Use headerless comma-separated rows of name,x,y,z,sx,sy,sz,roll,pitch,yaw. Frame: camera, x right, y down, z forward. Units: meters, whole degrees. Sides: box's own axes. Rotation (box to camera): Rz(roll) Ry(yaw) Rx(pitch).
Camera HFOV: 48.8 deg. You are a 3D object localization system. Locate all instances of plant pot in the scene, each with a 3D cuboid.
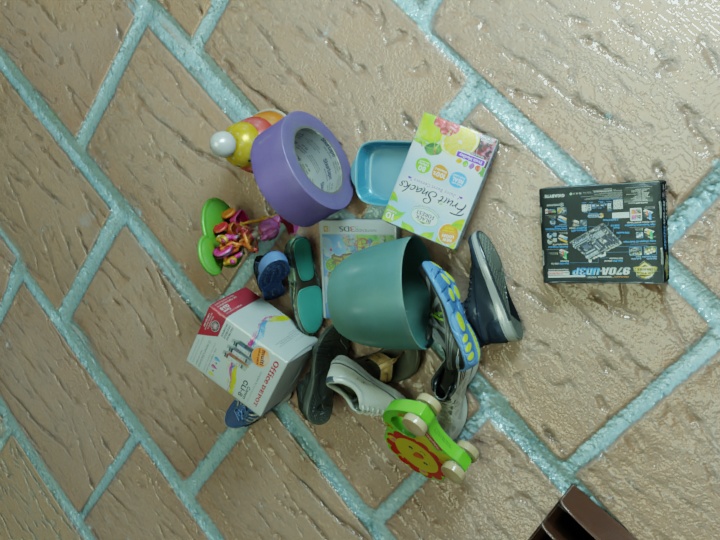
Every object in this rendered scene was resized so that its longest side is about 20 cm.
plant pot,0.035,0.046,1.425,0.159,0.200,0.204,-6,95,22

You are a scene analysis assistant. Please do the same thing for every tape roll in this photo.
tape roll,-0.107,-0.190,1.492,0.084,0.199,0.202,-26,84,33

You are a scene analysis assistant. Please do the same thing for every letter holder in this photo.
letter holder,0.386,0.483,1.321,0.200,0.142,0.101,40,116,21

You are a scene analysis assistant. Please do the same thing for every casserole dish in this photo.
casserole dish,0.074,-0.179,1.475,0.198,0.039,0.123,7,102,32

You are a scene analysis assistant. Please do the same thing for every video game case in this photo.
video game case,0.000,0.000,1.560,0.180,0.022,0.203,2,99,32

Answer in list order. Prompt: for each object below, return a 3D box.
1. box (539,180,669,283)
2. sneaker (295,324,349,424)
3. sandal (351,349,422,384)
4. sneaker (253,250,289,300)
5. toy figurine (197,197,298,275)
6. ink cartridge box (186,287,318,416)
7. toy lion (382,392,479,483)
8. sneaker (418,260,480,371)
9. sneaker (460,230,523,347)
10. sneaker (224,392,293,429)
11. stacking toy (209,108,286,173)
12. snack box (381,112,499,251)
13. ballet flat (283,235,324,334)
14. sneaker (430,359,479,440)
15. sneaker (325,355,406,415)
box,0.393,-0.061,1.288,0.198,0.046,0.161,-1,97,32
sneaker,-0.082,0.206,1.611,0.114,0.075,0.202,173,111,-68
sandal,0.036,0.186,1.547,0.198,0.054,0.083,-20,87,33
sneaker,-0.186,-0.007,1.598,0.200,0.069,0.079,111,138,-66
toy figurine,-0.214,-0.087,1.601,0.182,0.201,0.151,-16,119,22
ink cartridge box,-0.215,0.162,1.602,0.199,0.144,0.146,33,113,12
toy lion,0.109,0.315,1.465,0.191,0.069,0.201,-9,125,53
sneaker,0.138,0.079,1.369,0.082,0.070,0.202,-25,79,31
sneaker,0.190,0.043,1.414,0.145,0.077,0.205,-18,89,30
sneaker,-0.237,0.289,1.723,0.199,0.077,0.076,-38,78,30
stacking toy,-0.227,-0.245,1.559,0.145,0.199,0.148,6,101,32
snack box,0.140,-0.154,1.380,0.141,0.053,0.202,23,92,14
ballet flat,-0.118,0.029,1.622,0.073,0.074,0.203,-2,94,32
sneaker,0.150,0.235,1.447,0.075,0.115,0.203,21,109,27
sneaker,0.016,0.248,1.522,0.199,0.071,0.073,35,146,-6
